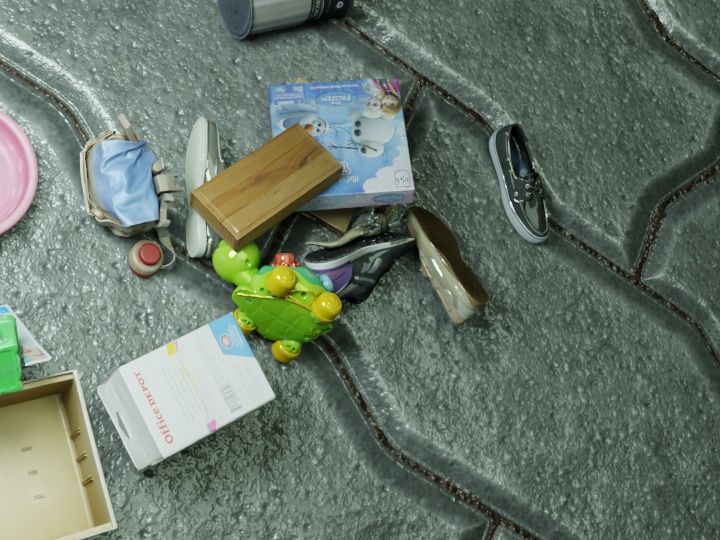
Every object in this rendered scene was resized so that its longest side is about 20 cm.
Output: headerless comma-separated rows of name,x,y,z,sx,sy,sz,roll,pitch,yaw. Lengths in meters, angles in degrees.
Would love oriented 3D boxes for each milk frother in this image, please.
milk frother,-0.135,-0.474,1.816,0.187,0.182,0.200,-17,38,-30

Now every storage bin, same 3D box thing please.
storage bin,-0.425,0.248,1.438,0.197,0.094,0.202,-12,79,-29

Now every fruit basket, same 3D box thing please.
fruit basket,-0.487,0.087,1.416,0.184,0.200,0.095,-12,120,-28

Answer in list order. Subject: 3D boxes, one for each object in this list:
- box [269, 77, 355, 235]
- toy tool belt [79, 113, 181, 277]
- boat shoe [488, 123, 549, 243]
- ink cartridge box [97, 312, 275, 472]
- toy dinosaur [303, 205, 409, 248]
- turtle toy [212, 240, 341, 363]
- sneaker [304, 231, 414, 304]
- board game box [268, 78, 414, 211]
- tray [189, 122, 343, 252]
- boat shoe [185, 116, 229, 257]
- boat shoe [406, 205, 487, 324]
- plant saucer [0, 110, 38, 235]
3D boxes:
box,-0.061,-0.175,1.798,0.162,0.021,0.201,29,64,-14
toy tool belt,-0.305,-0.100,1.596,0.124,0.123,0.202,-16,81,-29
boat shoe,0.265,-0.143,1.926,0.068,0.057,0.202,-15,80,-29
ink cartridge box,-0.239,0.165,1.537,0.199,0.125,0.129,-25,85,-30
toy dinosaur,0.014,-0.067,1.742,0.199,0.088,0.048,-26,100,-46
turtle toy,-0.120,0.029,1.642,0.199,0.146,0.102,32,40,-18
sneaker,0.000,0.000,1.755,0.199,0.075,0.089,-19,110,-36
board game box,-0.030,-0.187,1.741,0.198,0.043,0.201,-5,64,-6
tray,-0.129,-0.119,1.640,0.199,0.037,0.099,-37,72,-29
boat shoe,-0.212,-0.117,1.679,0.060,0.072,0.204,4,77,-26
boat shoe,0.118,-0.010,1.801,0.072,0.065,0.201,-2,52,-48
plant saucer,-0.525,-0.126,1.540,0.198,0.051,0.203,8,70,-22
